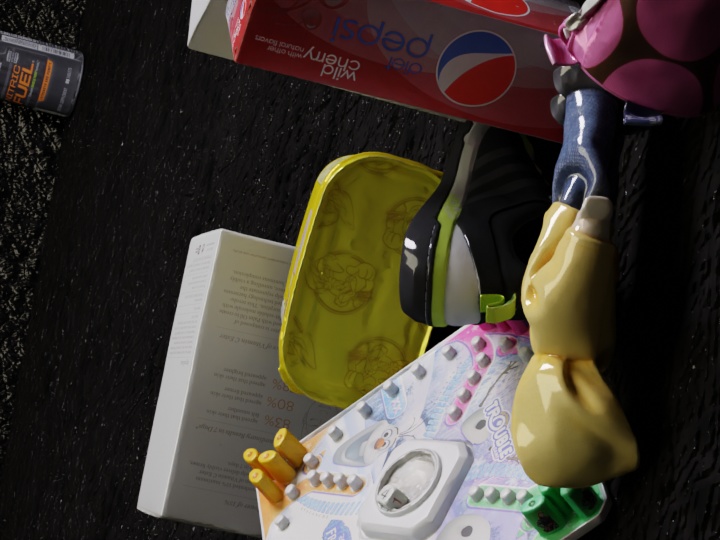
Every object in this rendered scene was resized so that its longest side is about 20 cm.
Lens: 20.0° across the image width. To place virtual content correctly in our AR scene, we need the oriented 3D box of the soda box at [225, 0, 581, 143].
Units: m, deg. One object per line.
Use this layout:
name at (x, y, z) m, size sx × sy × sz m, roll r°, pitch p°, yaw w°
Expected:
soda box at (0.029, -0.132, 1.126) m, size 0.070 × 0.198 × 0.064 m, roll -105°, pitch 31°, yaw -59°

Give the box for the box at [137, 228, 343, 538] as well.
box at (-0.072, 0.084, 1.438) m, size 0.097 × 0.123 × 0.202 m, roll 171°, pitch 112°, yaw -73°

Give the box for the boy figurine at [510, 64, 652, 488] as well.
boy figurine at (0.109, 0.003, 0.979) m, size 0.124 × 0.064 × 0.202 m, roll 82°, pitch -167°, yaw -71°

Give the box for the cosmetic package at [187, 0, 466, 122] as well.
cosmetic package at (0.009, -0.221, 1.264) m, size 0.123 × 0.198 × 0.202 m, roll 126°, pitch 153°, yaw -52°

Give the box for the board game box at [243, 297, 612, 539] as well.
board game box at (0.025, 0.111, 1.078) m, size 0.199 × 0.026 × 0.201 m, roll -36°, pitch 30°, yaw 14°

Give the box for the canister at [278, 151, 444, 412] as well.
canister at (0.000, 0.000, 1.274) m, size 0.200 × 0.086 × 0.150 m, roll -127°, pitch 52°, yaw -84°

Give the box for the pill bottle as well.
pill bottle at (-0.538, -0.312, 3.183) m, size 0.106 × 0.198 × 0.107 m, roll -167°, pitch 90°, yaw -74°

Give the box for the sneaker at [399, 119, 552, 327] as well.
sneaker at (0.083, -0.023, 1.117) m, size 0.200 × 0.082 × 0.072 m, roll -61°, pitch -26°, yaw -53°

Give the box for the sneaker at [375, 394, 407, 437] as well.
sneaker at (0.022, 0.173, 1.177) m, size 0.078 × 0.075 × 0.202 m, roll 123°, pitch 163°, yaw -77°

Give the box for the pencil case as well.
pencil case at (0.159, -0.165, 0.906) m, size 0.091 × 0.093 × 0.201 m, roll -102°, pitch 30°, yaw -55°
